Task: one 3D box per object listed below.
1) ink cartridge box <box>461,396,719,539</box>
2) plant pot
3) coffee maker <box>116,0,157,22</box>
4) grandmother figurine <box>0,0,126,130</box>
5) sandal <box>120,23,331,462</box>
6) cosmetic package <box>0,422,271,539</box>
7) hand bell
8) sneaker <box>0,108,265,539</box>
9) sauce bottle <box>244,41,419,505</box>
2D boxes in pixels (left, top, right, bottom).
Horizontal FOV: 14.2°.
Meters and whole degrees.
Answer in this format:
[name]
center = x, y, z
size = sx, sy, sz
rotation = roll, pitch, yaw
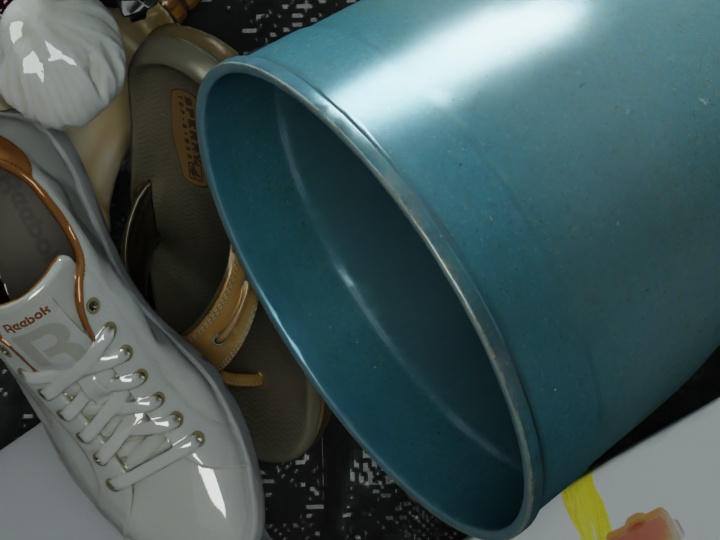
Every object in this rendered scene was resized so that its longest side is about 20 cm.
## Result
[ink cartridge box]
center = 0.125, 0.106, 1.116
size = 0.200, 0.145, 0.084
rotation = -33, 80, 37
[plant pot]
center = 0.071, -0.035, 1.068
size = 0.188, 0.200, 0.201
rotation = -33, 95, -19
[coffee maker]
center = -0.030, -0.221, 1.158
size = 0.199, 0.135, 0.193
rotation = -18, 97, -2
[grandmother figurine]
center = -0.154, -0.118, 1.138
size = 0.060, 0.200, 0.121
rotation = 27, 102, -46
[sandal]
center = -0.064, -0.003, 1.154
size = 0.080, 0.054, 0.201
rotation = 13, 130, 29
[cosmetic package]
center = -0.101, 0.148, 1.162
size = 0.150, 0.200, 0.052
rotation = -33, 139, -1
[hand bell]
center = -0.075, -0.116, 1.196
size = 0.104, 0.104, 0.200
rotation = 45, 81, -4
[sneaker]
center = -0.108, 0.036, 1.096
size = 0.073, 0.085, 0.200
rotation = -31, 93, 15
[sauce bottle]
center = 0.000, 0.000, 1.194
size = 0.065, 0.065, 0.201
rotation = -29, 105, 1
